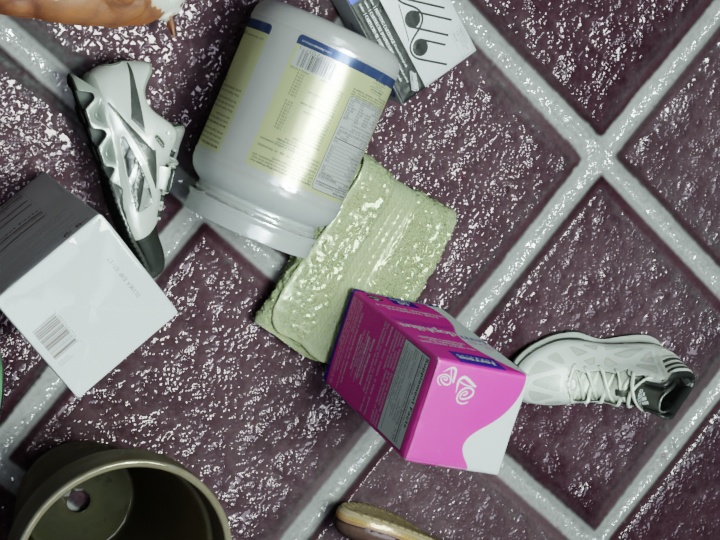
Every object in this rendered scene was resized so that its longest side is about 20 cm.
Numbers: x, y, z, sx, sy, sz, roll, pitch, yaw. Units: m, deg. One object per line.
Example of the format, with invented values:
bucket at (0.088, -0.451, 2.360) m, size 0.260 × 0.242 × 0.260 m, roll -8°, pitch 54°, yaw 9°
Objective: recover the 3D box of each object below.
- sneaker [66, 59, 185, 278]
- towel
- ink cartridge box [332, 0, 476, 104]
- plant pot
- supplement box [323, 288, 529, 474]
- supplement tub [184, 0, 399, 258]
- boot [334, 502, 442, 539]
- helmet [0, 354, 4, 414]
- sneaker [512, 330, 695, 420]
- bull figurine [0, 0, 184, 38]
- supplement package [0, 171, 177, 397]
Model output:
sneaker at (-0.191, -0.092, 1.449) m, size 0.088 × 0.074 × 0.201 m, roll -20°, pitch 111°, yaw -16°
towel at (0.000, 0.000, 1.581) m, size 0.148 × 0.036 × 0.201 m, roll 30°, pitch 90°, yaw -29°
ink cartridge box at (0.022, -0.266, 1.515) m, size 0.094 × 0.044 × 0.200 m, roll -37°, pitch 115°, yaw -13°
plant pot at (-0.236, 0.238, 1.460) m, size 0.199 × 0.173 × 0.201 m, roll -6°, pitch 105°, yaw -23°
supplement box at (0.057, 0.101, 1.505) m, size 0.101 × 0.200 × 0.104 m, roll 12°, pitch 103°, yaw -27°
supplement tub at (-0.065, -0.127, 1.456) m, size 0.145 × 0.145 × 0.201 m, roll 22°, pitch 94°, yaw -27°
boot at (0.024, 0.340, 1.662) m, size 0.200 × 0.072 × 0.167 m, roll 29°, pitch 88°, yaw -31°
helmet at (-0.391, 0.096, 1.355) m, size 0.199 × 0.200 × 0.191 m, roll 2°, pitch 120°, yaw -25°
sneaker at (0.259, 0.111, 1.684) m, size 0.199 × 0.115 × 0.076 m, roll -6°, pitch 106°, yaw -23°
bull figurine at (-0.230, -0.247, 1.373) m, size 0.199 × 0.121 × 0.065 m, roll -2°, pitch 69°, yaw -17°
supplement package at (-0.256, 0.007, 1.374) m, size 0.109 × 0.200 × 0.114 m, roll -41°, pitch 115°, yaw -10°
